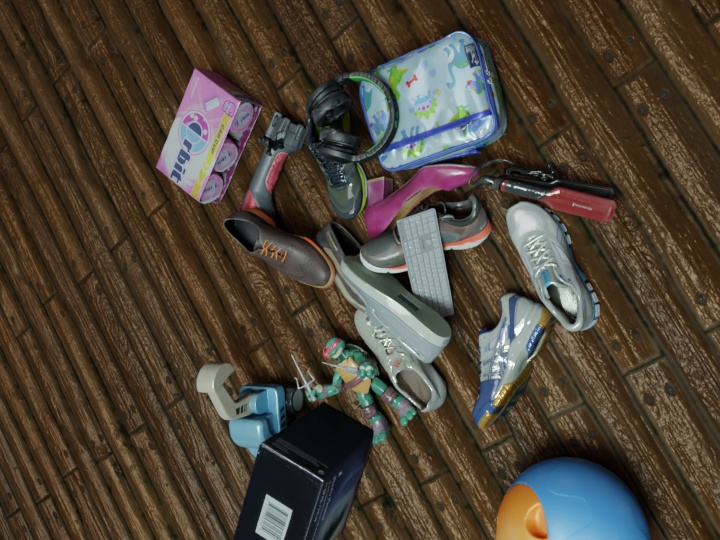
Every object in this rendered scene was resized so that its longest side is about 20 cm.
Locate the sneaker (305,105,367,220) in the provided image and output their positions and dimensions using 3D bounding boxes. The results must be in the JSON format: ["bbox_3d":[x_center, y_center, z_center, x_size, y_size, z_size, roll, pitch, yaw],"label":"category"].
[{"bbox_3d":[-0.047,-0.176,1.056,0.073,0.081,0.204,-17,89,28],"label":"sneaker"}]

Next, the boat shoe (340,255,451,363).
[{"bbox_3d":[0.039,0.059,0.983,0.200,0.070,0.072,39,120,19],"label":"boat shoe"}]

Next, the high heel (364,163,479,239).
[{"bbox_3d":[0.088,-0.099,1.001,0.197,0.067,0.098,-6,86,32],"label":"high heel"}]

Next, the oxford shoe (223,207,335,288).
[{"bbox_3d":[-0.130,-0.028,1.056,0.198,0.072,0.072,30,109,17],"label":"oxford shoe"}]

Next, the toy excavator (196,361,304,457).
[{"bbox_3d":[-0.182,0.232,1.114,0.098,0.199,0.199,-1,97,26],"label":"toy excavator"}]

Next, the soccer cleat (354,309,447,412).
[{"bbox_3d":[0.058,0.132,1.047,0.200,0.077,0.069,48,114,14],"label":"soccer cleat"}]

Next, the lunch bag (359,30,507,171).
[{"bbox_3d":[0.105,-0.235,0.973,0.197,0.082,0.164,-13,94,29],"label":"lunch bag"}]

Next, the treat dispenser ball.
[{"bbox_3d":[0.279,0.353,0.895,0.197,0.200,0.206,4,99,26],"label":"treat dispenser ball"}]

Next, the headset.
[{"bbox_3d":[-0.045,-0.209,0.964,0.196,0.094,0.126,-14,88,22],"label":"headset"}]

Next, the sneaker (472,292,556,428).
[{"bbox_3d":[0.205,0.129,0.984,0.088,0.075,0.203,33,104,32],"label":"sneaker"}]

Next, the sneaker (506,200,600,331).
[{"bbox_3d":[0.259,-0.007,0.922,0.075,0.086,0.202,-35,80,28],"label":"sneaker"}]

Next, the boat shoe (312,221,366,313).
[{"bbox_3d":[0.000,0.000,1.055,0.199,0.074,0.074,40,125,16],"label":"boat shoe"}]

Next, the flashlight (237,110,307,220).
[{"bbox_3d":[-0.145,-0.155,1.123,0.067,0.067,0.203,33,106,23],"label":"flashlight"}]

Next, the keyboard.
[{"bbox_3d":[0.096,-0.001,0.973,0.055,0.011,0.202,-14,130,3],"label":"keyboard"}]

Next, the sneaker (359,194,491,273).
[{"bbox_3d":[0.087,-0.064,0.974,0.196,0.083,0.078,-19,47,5],"label":"sneaker"}]

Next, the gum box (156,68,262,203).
[{"bbox_3d":[-0.265,-0.226,1.168,0.113,0.066,0.202,37,112,20],"label":"gum box"}]

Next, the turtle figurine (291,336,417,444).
[{"bbox_3d":[-0.008,0.173,1.073,0.200,0.101,0.150,46,137,-3],"label":"turtle figurine"}]

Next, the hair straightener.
[{"bbox_3d":[0.247,-0.114,0.924,0.196,0.077,0.042,10,127,12],"label":"hair straightener"}]

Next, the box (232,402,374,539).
[{"bbox_3d":[-0.086,0.351,1.082,0.121,0.198,0.204,23,107,19],"label":"box"}]
